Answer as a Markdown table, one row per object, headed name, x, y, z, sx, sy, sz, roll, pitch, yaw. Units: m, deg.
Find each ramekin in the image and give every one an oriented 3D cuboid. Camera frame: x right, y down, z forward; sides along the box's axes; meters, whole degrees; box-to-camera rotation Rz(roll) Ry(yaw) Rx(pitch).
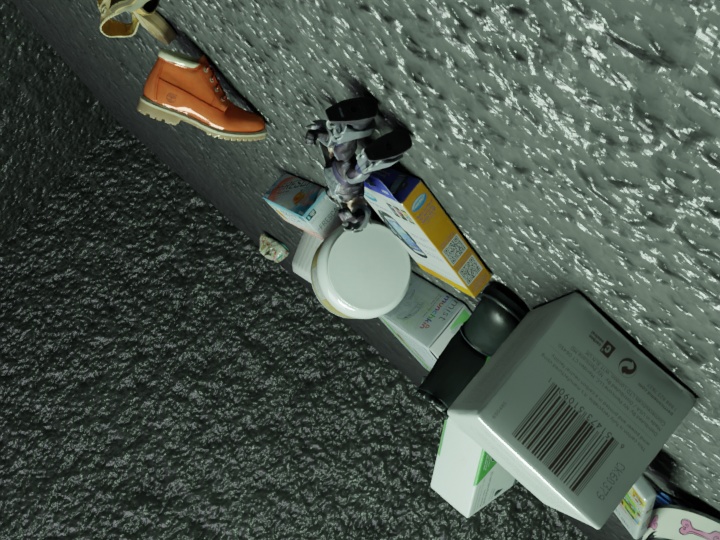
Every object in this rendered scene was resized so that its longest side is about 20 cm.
| name | x | y | z | sx | sy | sz | roll | pitch | yaw |
| --- | --- | --- | --- | --- | --- | --- | --- | --- | --- |
| ramekin | -0.034 | 0.002 | 1.540 | 0.200 | 0.095 | 0.202 | 31 | 178 | 1 |

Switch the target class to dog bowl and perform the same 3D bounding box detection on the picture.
| name | x | y | z | sx | sy | sz | roll | pitch | yaw |
| --- | --- | --- | --- | --- | --- | --- | --- | --- | --- |
| dog bowl | 0.487 | 0.425 | 1.204 | 0.198 | 0.074 | 0.201 | 31 | 154 | 17 |

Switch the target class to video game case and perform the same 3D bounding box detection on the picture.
| name | x | y | z | sx | sy | sz | roll | pitch | yaw |
| --- | --- | --- | --- | --- | --- | --- | --- | --- | --- |
| video game case | 0.340 | 0.266 | 1.201 | 0.201 | 0.023 | 0.183 | 57 | 173 | 33 |

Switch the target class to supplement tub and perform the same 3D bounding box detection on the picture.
| name | x | y | z | sx | sy | sz | roll | pitch | yaw |
| --- | --- | --- | --- | --- | --- | --- | --- | --- | --- |
| supplement tub | 0.000 | 0.000 | 1.284 | 0.144 | 0.145 | 0.200 | 42 | 172 | -4 |

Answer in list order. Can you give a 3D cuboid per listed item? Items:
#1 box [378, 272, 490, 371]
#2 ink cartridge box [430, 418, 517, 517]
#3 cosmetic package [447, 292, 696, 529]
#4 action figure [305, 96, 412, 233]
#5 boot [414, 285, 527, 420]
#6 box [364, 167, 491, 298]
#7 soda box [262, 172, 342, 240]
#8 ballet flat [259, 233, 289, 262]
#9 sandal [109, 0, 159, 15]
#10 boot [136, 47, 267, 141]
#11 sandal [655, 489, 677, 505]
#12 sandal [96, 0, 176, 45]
| name | x | y | z | sx | sy | sz | roll | pitch | yaw |
| --- | --- | --- | --- | --- | --- | --- | --- | --- | --- |
| box | 0.136 | 0.115 | 1.409 | 0.200 | 0.097 | 0.176 | 48 | 170 | -37 |
| ink cartridge box | 0.211 | 0.260 | 1.296 | 0.083 | 0.198 | 0.149 | 33 | 130 | 36 |
| cosmetic package | 0.216 | 0.148 | 0.915 | 0.164 | 0.165 | 0.200 | 42 | 172 | 3 |
| action figure | -0.014 | -0.115 | 0.912 | 0.132 | 0.069 | 0.200 | 59 | 160 | 7 |
| boot | 0.140 | 0.112 | 1.112 | 0.073 | 0.163 | 0.198 | 38 | 172 | 7 |
| box | 0.068 | -0.058 | 1.018 | 0.201 | 0.042 | 0.119 | 51 | 169 | -35 |
| soda box | -0.098 | -0.113 | 1.471 | 0.068 | 0.064 | 0.199 | 45 | 171 | -29 |
| ballet flat | -0.289 | -0.072 | 2.696 | 0.076 | 0.064 | 0.199 | 44 | 173 | -25 |
| sandal | -0.258 | -0.343 | 1.022 | 0.053 | 0.082 | 0.199 | 20 | -178 | -33 |
| boot | -0.222 | -0.259 | 1.263 | 0.196 | 0.109 | 0.075 | 15 | -166 | -24 |
| sandal | 0.430 | 0.354 | 1.344 | 0.198 | 0.080 | 0.087 | 30 | 165 | 24 |
| sandal | -0.372 | -0.390 | 1.309 | 0.211 | 0.070 | 0.078 | 38 | 172 | 31 |
